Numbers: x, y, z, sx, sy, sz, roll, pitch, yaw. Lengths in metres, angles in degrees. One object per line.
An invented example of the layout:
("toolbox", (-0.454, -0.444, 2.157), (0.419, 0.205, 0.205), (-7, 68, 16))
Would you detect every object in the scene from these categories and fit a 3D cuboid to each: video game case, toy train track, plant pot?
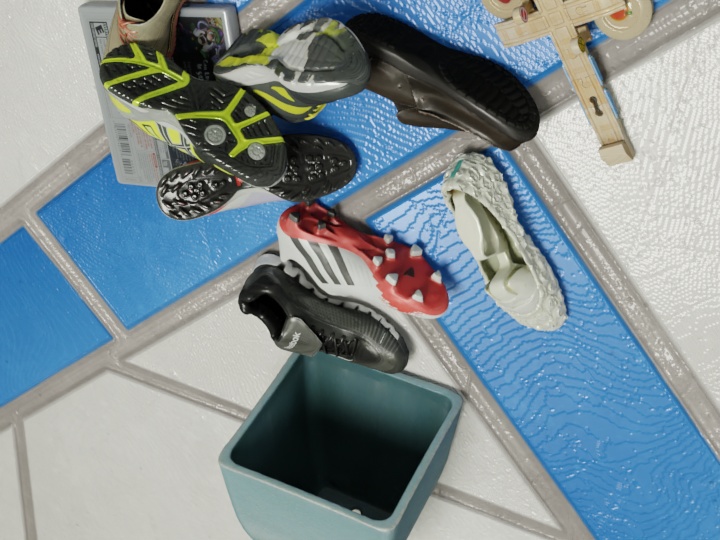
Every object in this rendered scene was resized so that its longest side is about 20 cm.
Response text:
("video game case", (-0.194, -0.177, 1.168), (0.181, 0.023, 0.200), (7, 121, 25))
("toy train track", (0.179, -0.169, 0.946), (0.115, 0.033, 0.200), (-12, 120, 37))
("plant pot", (-0.019, 0.235, 1.225), (0.196, 0.196, 0.200), (18, 134, 18))

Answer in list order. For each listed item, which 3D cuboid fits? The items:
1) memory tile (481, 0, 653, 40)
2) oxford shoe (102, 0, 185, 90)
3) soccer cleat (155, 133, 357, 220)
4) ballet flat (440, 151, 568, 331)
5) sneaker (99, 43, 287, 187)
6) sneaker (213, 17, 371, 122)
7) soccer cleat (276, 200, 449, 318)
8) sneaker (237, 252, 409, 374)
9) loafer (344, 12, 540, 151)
("memory tile", (0.173, -0.288, 0.901), (0.153, 0.017, 0.200), (16, 125, 19))
("oxford shoe", (-0.215, -0.240, 1.079), (0.070, 0.075, 0.200), (36, 127, 6))
("soccer cleat", (-0.103, -0.096, 1.126), (0.200, 0.073, 0.068), (-13, 102, 1))
("ballet flat", (0.128, -0.015, 1.065), (0.072, 0.072, 0.200), (-18, 109, 36))
("sneaker", (-0.153, -0.142, 1.071), (0.200, 0.075, 0.076), (35, 163, 7))
("sneaker", (-0.049, -0.178, 1.037), (0.200, 0.075, 0.085), (17, 159, 49))
("soccer cleat", (0.000, 0.000, 1.147), (0.200, 0.069, 0.085), (29, 137, 14))
("sneaker", (-0.046, 0.062, 1.190), (0.200, 0.091, 0.067), (32, 130, 8))
("loafer", (0.069, -0.159, 1.010), (0.200, 0.073, 0.071), (34, 134, 18))
